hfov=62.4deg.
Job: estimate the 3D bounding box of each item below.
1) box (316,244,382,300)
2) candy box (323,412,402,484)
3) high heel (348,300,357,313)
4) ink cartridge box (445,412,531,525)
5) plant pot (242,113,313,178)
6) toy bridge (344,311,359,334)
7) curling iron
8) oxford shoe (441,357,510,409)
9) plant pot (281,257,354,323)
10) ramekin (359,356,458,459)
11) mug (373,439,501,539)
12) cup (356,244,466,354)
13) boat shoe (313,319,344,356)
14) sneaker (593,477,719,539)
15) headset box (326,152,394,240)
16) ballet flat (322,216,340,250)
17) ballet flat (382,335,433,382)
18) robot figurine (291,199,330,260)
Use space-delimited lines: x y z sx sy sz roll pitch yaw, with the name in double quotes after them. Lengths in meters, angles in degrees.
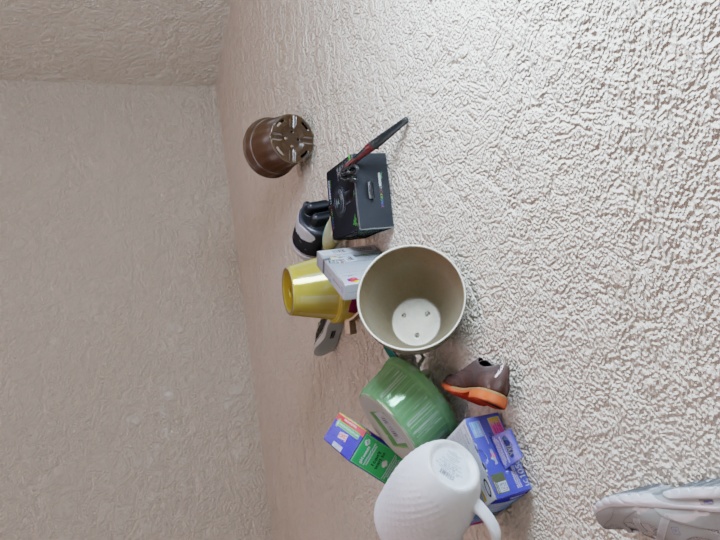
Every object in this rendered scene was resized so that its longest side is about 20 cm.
0.000 0.000 1.368 0.200 0.153 0.042 -136 43 -58 "box"
0.037 0.406 1.299 0.078 0.199 0.169 -58 20 -10 "candy box"
-0.011 0.022 1.477 0.201 0.094 0.068 -116 26 -44 "high heel"
0.206 0.337 1.012 0.201 0.075 0.138 111 146 -50 "ink cartridge box"
-0.255 -0.410 1.920 0.197 0.197 0.205 2 97 60 "plant pot"
0.040 0.105 1.354 0.198 0.027 0.069 -12 83 42 "toy bridge"
0.030 -0.261 1.289 0.199 0.025 0.050 -39 68 23 "curling iron"
0.203 0.191 1.030 0.074 0.070 0.200 -68 15 -11 "oxford shoe"
-0.110 0.049 1.618 0.200 0.185 0.205 174 90 -69 "plant pot"
0.087 0.279 1.162 0.200 0.097 0.201 43 155 25 "ramekin"
0.134 0.377 0.947 0.199 0.147 0.177 38 129 20 "mug"
0.101 0.075 1.119 0.144 0.197 0.203 67 -174 -63 "cup"
-0.097 0.179 1.783 0.202 0.069 0.064 -63 37 41 "boat shoe"
0.338 0.284 0.660 0.200 0.073 0.084 130 133 -60 "sneaker"
-0.002 -0.173 1.421 0.199 0.091 0.178 169 95 -68 "headset box"
-0.053 -0.132 1.594 0.070 0.068 0.203 -125 44 -52 "ballet flat"
0.115 0.208 1.218 0.202 0.071 0.072 62 165 -19 "ballet flat"
-0.132 -0.116 1.735 0.201 0.123 0.152 114 175 -50 "robot figurine"
